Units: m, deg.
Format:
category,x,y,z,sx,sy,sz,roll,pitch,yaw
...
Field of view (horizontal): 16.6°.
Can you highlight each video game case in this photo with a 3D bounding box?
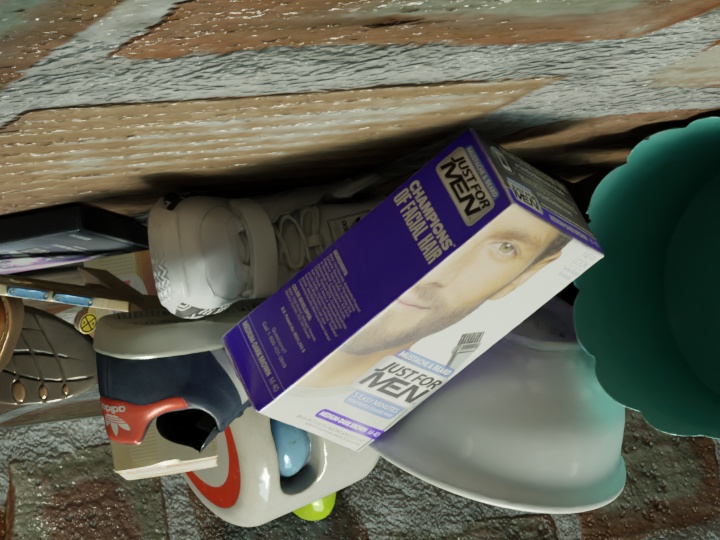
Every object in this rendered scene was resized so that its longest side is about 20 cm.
category,x,y,z,sx,sy,sz,roll,pitch,yaw
video game case,-0.246,-0.010,1.536,0.198,0.019,0.143,-10,174,12

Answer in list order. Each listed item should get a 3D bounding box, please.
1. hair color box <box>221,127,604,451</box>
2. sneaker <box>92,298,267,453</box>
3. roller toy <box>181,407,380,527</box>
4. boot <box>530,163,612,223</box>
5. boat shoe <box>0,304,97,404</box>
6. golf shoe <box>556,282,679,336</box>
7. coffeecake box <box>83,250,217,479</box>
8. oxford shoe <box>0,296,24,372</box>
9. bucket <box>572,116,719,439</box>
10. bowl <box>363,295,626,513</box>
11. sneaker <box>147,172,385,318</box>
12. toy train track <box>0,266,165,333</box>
category,x,y,z,sx,sy,sz,roll,pitch,yaw
hair color box,0.030,0.015,1.433,0.200,0.065,0.109,-41,145,18
sneaker,-0.083,0.065,1.507,0.199,0.085,0.075,-5,-169,-43
roller toy,-0.082,0.096,1.901,0.139,0.201,0.183,-22,165,-26
boot,0.111,-0.024,1.593,0.075,0.074,0.200,-25,169,28
boat shoe,-0.283,0.048,1.772,0.198,0.075,0.073,9,-169,-2
golf shoe,0.203,0.049,1.642,0.198,0.073,0.092,10,148,-3
coffeecake box,-0.145,0.063,1.716,0.072,0.155,0.200,-8,175,-4
oxford shoe,-0.289,0.094,1.695,0.071,0.201,0.071,26,-151,25
bucket,0.243,0.005,1.510,0.206,0.209,0.135,-11,174,26
bowl,0.086,0.063,1.547,0.200,0.091,0.201,15,-158,-6
sneaker,-0.045,-0.020,1.466,0.114,0.076,0.200,-11,179,20
toy train track,-0.180,0.027,1.545,0.199,0.033,0.114,10,-167,-39
